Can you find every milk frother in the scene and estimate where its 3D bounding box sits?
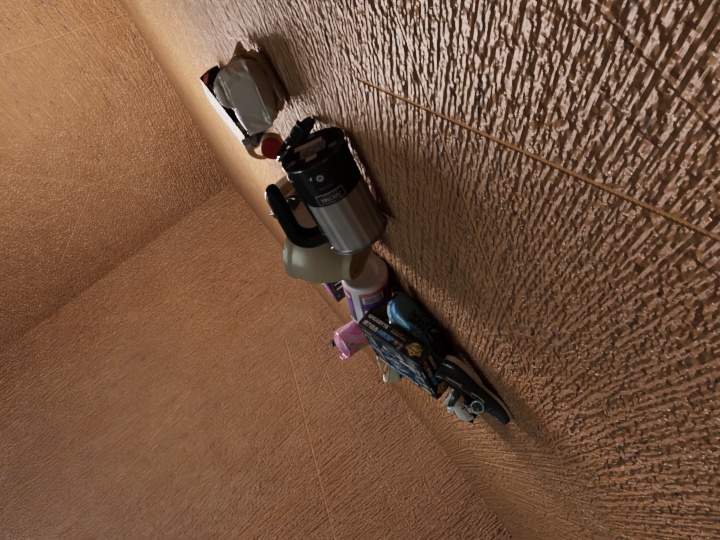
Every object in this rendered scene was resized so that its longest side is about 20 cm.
[{"bbox_3d":[-0.061,-0.159,0.979,0.189,0.178,0.202,60,-149,-37],"label":"milk frother"}]

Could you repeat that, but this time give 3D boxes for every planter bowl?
[{"bbox_3d":[-0.053,-0.058,1.137,0.133,0.202,0.201,21,161,15],"label":"planter bowl"}]

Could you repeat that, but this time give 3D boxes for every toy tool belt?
[{"bbox_3d":[-0.199,-0.332,1.066,0.124,0.123,0.201,-91,-18,-47],"label":"toy tool belt"}]

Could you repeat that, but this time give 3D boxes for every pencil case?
[{"bbox_3d":[0.020,0.162,1.482,0.087,0.198,0.088,46,152,33],"label":"pencil case"}]

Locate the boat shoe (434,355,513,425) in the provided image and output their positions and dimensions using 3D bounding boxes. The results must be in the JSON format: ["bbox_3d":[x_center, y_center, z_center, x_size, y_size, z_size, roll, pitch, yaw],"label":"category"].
[{"bbox_3d":[0.240,0.265,1.155,0.200,0.062,0.075,45,163,-12],"label":"boat shoe"}]

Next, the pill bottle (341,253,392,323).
[{"bbox_3d":[0.021,0.064,1.307,0.111,0.111,0.201,45,160,36],"label":"pill bottle"}]

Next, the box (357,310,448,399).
[{"bbox_3d":[0.096,0.190,1.233,0.199,0.046,0.160,30,158,41],"label":"box"}]

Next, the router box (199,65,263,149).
[{"bbox_3d":[-0.349,-0.438,1.500,0.201,0.062,0.150,53,172,1],"label":"router box"}]

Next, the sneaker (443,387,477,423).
[{"bbox_3d":[0.261,0.332,1.378,0.079,0.074,0.200,31,166,26],"label":"sneaker"}]

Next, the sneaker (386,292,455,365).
[{"bbox_3d":[0.141,0.124,1.196,0.200,0.078,0.090,47,158,-11],"label":"sneaker"}]

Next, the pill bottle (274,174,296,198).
[{"bbox_3d":[-0.141,-0.144,1.406,0.201,0.114,0.114,51,171,7],"label":"pill bottle"}]

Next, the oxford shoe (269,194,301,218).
[{"bbox_3d":[-0.138,-0.135,1.304,0.198,0.073,0.085,1,133,37],"label":"oxford shoe"}]

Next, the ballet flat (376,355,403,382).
[{"bbox_3d":[0.072,0.215,1.450,0.069,0.069,0.203,38,143,56],"label":"ballet flat"}]

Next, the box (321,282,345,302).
[{"bbox_3d":[-0.086,-0.030,1.559,0.132,0.114,0.201,45,169,39],"label":"box"}]
